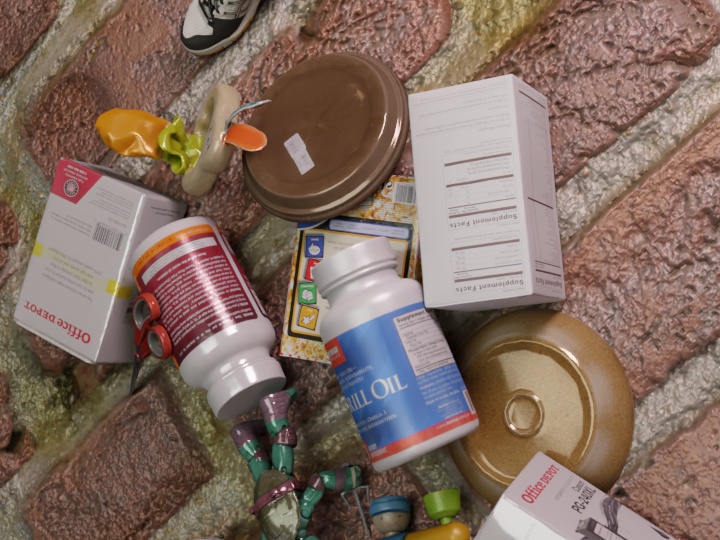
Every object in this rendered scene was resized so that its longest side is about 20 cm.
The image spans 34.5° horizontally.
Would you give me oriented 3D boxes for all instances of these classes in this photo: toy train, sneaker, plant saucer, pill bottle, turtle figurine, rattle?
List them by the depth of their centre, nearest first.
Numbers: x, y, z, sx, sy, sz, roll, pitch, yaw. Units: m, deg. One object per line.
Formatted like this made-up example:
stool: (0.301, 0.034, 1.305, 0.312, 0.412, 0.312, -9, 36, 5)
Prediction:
pill bottle: (0.026, 0.077, 1.099, 0.111, 0.112, 0.203, -27, 80, 24)
plant saucer: (0.162, 0.138, 1.113, 0.197, 0.035, 0.204, -2, 86, 28)
toy train: (0.090, 0.263, 1.114, 0.198, 0.084, 0.118, -23, 62, 32)
turtle figurine: (-0.068, 0.235, 1.201, 0.149, 0.100, 0.202, -34, 66, 22)
plant saucer: (-0.042, -0.146, 1.213, 0.197, 0.029, 0.203, -11, 62, 22)
rattle: (-0.187, -0.158, 1.229, 0.142, 0.200, 0.131, 36, 85, -17)
pill bottle: (-0.162, 0.053, 1.252, 0.113, 0.112, 0.202, -38, 69, 21)
sneaker: (-0.144, -0.324, 1.286, 0.200, 0.087, 0.076, -41, 71, 21)

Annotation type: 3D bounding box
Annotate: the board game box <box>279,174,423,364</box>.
board game box: (0.000, 0.000, 1.205, 0.149, 0.046, 0.204, 8, 90, 29)

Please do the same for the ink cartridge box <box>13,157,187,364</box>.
ink cartridge box: (-0.305, -0.010, 1.353, 0.144, 0.083, 0.203, 23, 97, 28)

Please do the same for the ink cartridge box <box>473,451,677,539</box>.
ink cartridge box: (0.201, 0.257, 0.998, 0.198, 0.145, 0.084, 32, 107, 15)

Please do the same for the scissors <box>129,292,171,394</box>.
scissors: (-0.245, 0.083, 1.289, 0.074, 0.014, 0.200, 64, 151, 8)

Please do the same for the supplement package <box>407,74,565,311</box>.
supplement package: (0.121, -0.068, 1.105, 0.108, 0.113, 0.204, -8, 82, 26)

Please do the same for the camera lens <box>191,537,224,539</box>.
camera lens: (-0.196, 0.368, 1.198, 0.157, 0.199, 0.163, -2, 85, 28)
